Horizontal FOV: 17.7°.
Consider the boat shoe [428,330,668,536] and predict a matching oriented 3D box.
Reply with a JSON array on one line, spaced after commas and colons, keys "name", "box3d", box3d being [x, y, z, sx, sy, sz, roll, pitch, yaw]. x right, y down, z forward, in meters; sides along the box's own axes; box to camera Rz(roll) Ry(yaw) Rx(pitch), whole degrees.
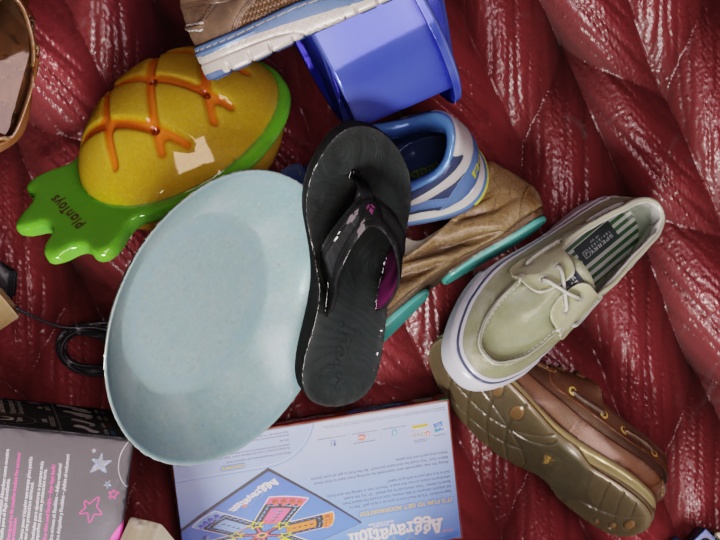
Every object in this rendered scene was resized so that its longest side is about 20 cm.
[{"name": "boat shoe", "box3d": [0.135, 0.103, 1.638, 0.200, 0.072, 0.068, 40, 53, -5]}]

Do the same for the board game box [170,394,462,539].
[{"name": "board game box", "box3d": [-0.031, 0.153, 1.617, 0.199, 0.019, 0.104, -8, 100, -11]}]

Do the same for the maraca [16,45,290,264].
[{"name": "maraca", "box3d": [-0.135, -0.074, 1.523, 0.200, 0.137, 0.107, -37, 128, -13]}]

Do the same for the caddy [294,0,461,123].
[{"name": "caddy", "box3d": [0.000, -0.191, 1.539, 0.105, 0.141, 0.201, -29, 101, -4]}]

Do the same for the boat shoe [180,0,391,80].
[{"name": "boat shoe", "box3d": [-0.019, -0.190, 1.430, 0.199, 0.072, 0.073, -26, 99, -1]}]

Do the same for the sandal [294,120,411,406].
[{"name": "sandal", "box3d": [0.001, 0.000, 1.510, 0.075, 0.048, 0.202, -8, 116, -24]}]

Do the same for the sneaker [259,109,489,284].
[{"name": "sneaker", "box3d": [-0.011, -0.054, 1.563, 0.199, 0.082, 0.074, -25, 67, -4]}]

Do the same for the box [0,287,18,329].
[{"name": "box", "box3d": [-0.345, 0.030, 1.492, 0.200, 0.021, 0.164, -35, 127, 0]}]

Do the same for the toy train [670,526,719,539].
[{"name": "toy train", "box3d": [0.196, 0.253, 1.677, 0.200, 0.034, 0.046, -42, 90, -6]}]

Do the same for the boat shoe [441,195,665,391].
[{"name": "boat shoe", "box3d": [0.132, 0.007, 1.591, 0.072, 0.062, 0.200, 51, 60, -8]}]

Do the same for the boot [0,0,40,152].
[{"name": "boot", "box3d": [-0.236, -0.175, 1.477, 0.073, 0.155, 0.201, -8, 96, -12]}]

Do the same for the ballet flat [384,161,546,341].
[{"name": "ballet flat", "box3d": [0.036, -0.008, 1.606, 0.200, 0.068, 0.072, -37, 81, -8]}]

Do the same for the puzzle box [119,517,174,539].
[{"name": "puzzle box", "box3d": [-0.131, 0.265, 1.517, 0.025, 0.200, 0.134, 10, 61, 25]}]

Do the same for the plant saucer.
[{"name": "plant saucer", "box3d": [-0.098, 0.026, 1.496, 0.200, 0.039, 0.202, -24, 126, -38]}]

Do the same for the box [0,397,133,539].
[{"name": "box", "box3d": [-0.223, 0.192, 1.523, 0.114, 0.132, 0.201, 8, 93, -12]}]

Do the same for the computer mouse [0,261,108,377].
[{"name": "computer mouse", "box3d": [-0.228, 0.022, 1.563, 0.199, 0.034, 0.059, 26, 102, -21]}]
